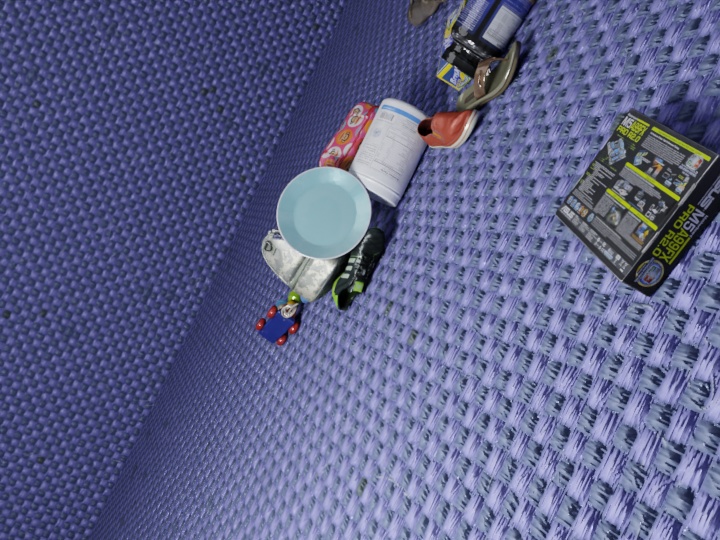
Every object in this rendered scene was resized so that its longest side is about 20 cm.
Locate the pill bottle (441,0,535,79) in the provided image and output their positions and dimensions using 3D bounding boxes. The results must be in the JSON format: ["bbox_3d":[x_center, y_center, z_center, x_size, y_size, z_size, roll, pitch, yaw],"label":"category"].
[{"bbox_3d":[0.246,-0.480,1.465,0.201,0.111,0.112,-57,20,18],"label":"pill bottle"}]

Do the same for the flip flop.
[{"bbox_3d":[0.234,-0.363,1.427,0.200,0.057,0.082,-32,36,57],"label":"flip flop"}]

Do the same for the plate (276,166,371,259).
[{"bbox_3d":[-0.075,-0.117,1.560,0.026,0.198,0.202,71,-140,-74],"label":"plate"}]

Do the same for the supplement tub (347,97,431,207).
[{"bbox_3d":[0.064,-0.254,1.622,0.201,0.131,0.132,-64,19,0],"label":"supplement tub"}]

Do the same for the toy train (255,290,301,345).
[{"bbox_3d":[-0.178,0.095,1.903,0.200,0.084,0.116,-44,14,45],"label":"toy train"}]

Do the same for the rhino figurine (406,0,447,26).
[{"bbox_3d":[0.183,-0.724,2.026,0.200,0.059,0.088,169,107,-66],"label":"rhino figurine"}]

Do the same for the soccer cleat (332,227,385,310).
[{"bbox_3d":[0.000,0.000,1.578,0.201,0.067,0.081,-59,28,32],"label":"soccer cleat"}]

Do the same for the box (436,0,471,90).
[{"bbox_3d":[0.219,-0.487,1.620,0.070,0.064,0.201,-40,31,50],"label":"box"}]

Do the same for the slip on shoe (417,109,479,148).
[{"bbox_3d":[0.170,-0.283,1.488,0.075,0.061,0.200,-64,20,-7],"label":"slip on shoe"}]

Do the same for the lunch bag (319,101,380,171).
[{"bbox_3d":[0.012,-0.262,1.725,0.082,0.176,0.201,25,78,41],"label":"lunch bag"}]

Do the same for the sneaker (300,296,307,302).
[{"bbox_3d":[-0.118,-0.008,1.886,0.079,0.065,0.201,-49,23,45],"label":"sneaker"}]

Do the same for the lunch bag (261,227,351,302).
[{"bbox_3d":[-0.111,-0.044,1.660,0.140,0.167,0.200,-59,-7,27],"label":"lunch bag"}]

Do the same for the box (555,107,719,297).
[{"bbox_3d":[0.319,-0.084,0.861,0.161,0.044,0.200,-57,20,17],"label":"box"}]
